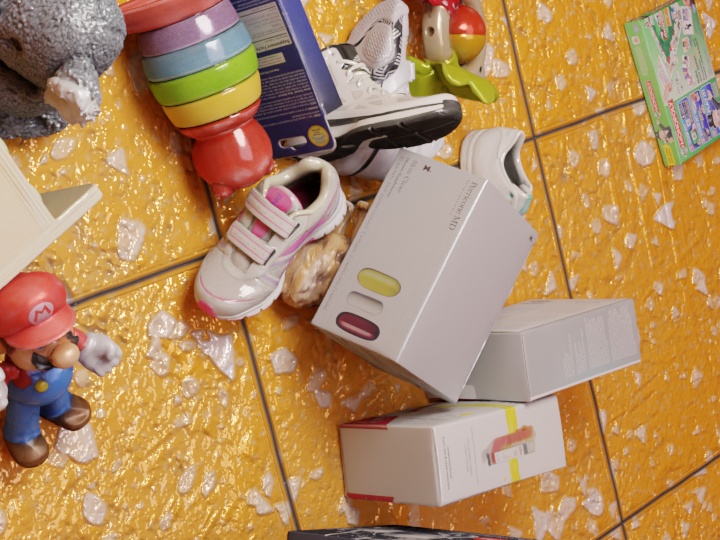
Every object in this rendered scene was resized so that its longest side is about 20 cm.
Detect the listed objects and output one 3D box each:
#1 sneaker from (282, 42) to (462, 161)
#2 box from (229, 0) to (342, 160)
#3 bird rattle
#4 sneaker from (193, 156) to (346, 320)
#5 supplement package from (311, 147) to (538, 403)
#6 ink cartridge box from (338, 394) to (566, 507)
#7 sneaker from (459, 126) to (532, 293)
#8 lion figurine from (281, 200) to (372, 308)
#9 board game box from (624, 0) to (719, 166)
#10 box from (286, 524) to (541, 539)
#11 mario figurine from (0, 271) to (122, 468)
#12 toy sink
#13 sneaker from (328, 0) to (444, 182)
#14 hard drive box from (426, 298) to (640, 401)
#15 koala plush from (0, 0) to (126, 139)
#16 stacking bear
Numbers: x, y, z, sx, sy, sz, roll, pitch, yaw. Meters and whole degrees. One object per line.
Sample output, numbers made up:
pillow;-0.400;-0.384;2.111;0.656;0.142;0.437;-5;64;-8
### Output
sneaker;0.007;-0.181;1.440;0.076;0.200;0.116;21;65;-58
box;-0.089;-0.207;1.401;0.032;0.121;0.201;-34;110;-39
bird rattle;0.092;-0.269;1.608;0.163;0.112;0.201;-13;93;-63
sneaker;-0.090;-0.040;1.386;0.200;0.081;0.088;-51;162;-25
supplement package;0.069;0.008;1.457;0.201;0.111;0.156;-63;148;-7
ink cartridge box;0.099;0.186;1.529;0.199;0.145;0.084;-7;91;-43
sneaker;0.161;-0.064;1.642;0.075;0.088;0.201;-4;90;-44
lion figurine;0.000;0.000;1.503;0.200;0.072;0.123;24;81;-44
board game box;0.428;-0.257;1.942;0.134;0.029;0.201;-29;107;-39
box;0.056;0.313;1.427;0.182;0.199;0.105;8;82;-51
mario figurine;-0.255;0.086;1.181;0.200;0.105;0.124;96;-3;-49
toy sink;-0.331;-0.043;1.162;0.200;0.130;0.112;-47;116;-33
sneaker;0.034;-0.182;1.547;0.115;0.075;0.201;24;76;-40
hard drive box;0.190;0.085;1.613;0.199;0.155;0.077;-12;96;-41
koala plush;-0.262;-0.193;1.187;0.183;0.199;0.178;21;73;-40
stacking bear;-0.144;-0.170;1.362;0.121;0.113;0.201;-37;116;-38
